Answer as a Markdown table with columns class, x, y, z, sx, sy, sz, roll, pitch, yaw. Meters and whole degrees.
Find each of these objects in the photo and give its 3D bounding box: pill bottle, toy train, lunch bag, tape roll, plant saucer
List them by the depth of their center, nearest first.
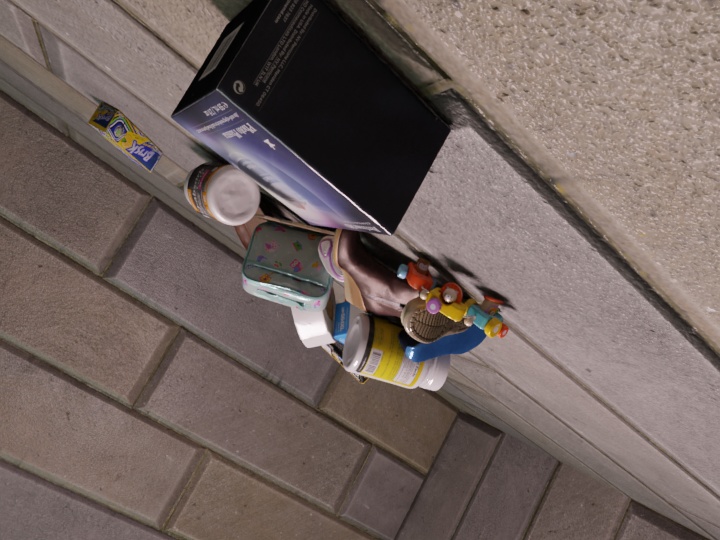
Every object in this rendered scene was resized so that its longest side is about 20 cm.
| class | x | y | z | sx | sy | sz | roll | pitch | yaw |
| --- | --- | --- | --- | --- | --- | --- | --- | --- | --- |
| toy train | 0.159 | 0.036 | 0.994 | 0.195 | 0.057 | 0.151 | 24 | -162 | -8 |
| pill bottle | 0.071 | 0.165 | 1.190 | 0.194 | 0.118 | 0.114 | 18 | 174 | -17 |
| lunch bag | -0.141 | -0.006 | 1.246 | 0.193 | 0.164 | 0.078 | 14 | 145 | 0 |
| pill bottle | -0.293 | -0.164 | 1.256 | 0.116 | 0.119 | 0.198 | 37 | 169 | -34 |
| tape roll | -0.106 | 0.069 | 1.383 | 0.068 | 0.210 | 0.203 | -11 | 162 | 6 |
| plant saucer | -0.240 | -0.102 | 1.407 | 0.199 | 0.034 | 0.205 | 38 | 145 | 33 |

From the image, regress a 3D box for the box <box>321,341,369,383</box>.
| class | x | y | z | sx | sy | sz | roll | pitch | yaw |
| --- | --- | --- | --- | --- | --- | --- | --- | --- | --- |
| box | 0.017 | 0.156 | 1.508 | 0.158 | 0.199 | 0.050 | 35 | 156 | 30 |

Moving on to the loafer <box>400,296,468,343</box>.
| class | x | y | z | sx | sy | sz | roll | pitch | yaw |
| --- | --- | --- | --- | --- | --- | --- | --- | --- | --- |
| loafer | 0.128 | 0.076 | 1.058 | 0.068 | 0.078 | 0.197 | 31 | -163 | 37 |

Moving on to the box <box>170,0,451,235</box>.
| class | x | y | z | sx | sy | sz | roll | pitch | yaw |
| --- | --- | --- | --- | --- | --- | --- | --- | --- | --- |
| box | -0.054 | -0.141 | 0.579 | 0.196 | 0.126 | 0.198 | 35 | 170 | -26 |

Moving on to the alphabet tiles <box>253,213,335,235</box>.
| class | x | y | z | sx | sy | sz | roll | pitch | yaw |
| --- | --- | --- | --- | --- | --- | --- | --- | --- | --- |
| alphabet tiles | -0.134 | -0.093 | 1.239 | 0.163 | 0.008 | 0.198 | 13 | -179 | -30 |

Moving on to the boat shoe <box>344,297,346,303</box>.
| class | x | y | z | sx | sy | sz | roll | pitch | yaw |
| --- | --- | --- | --- | --- | --- | --- | --- | --- | --- |
| boat shoe | 0.052 | 0.089 | 1.455 | 0.194 | 0.065 | 0.071 | 19 | 178 | -19 |

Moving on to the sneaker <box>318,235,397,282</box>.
| class | x | y | z | sx | sy | sz | roll | pitch | yaw |
| --- | --- | --- | --- | --- | --- | --- | --- | --- | --- |
| sneaker | 0.000 | 0.000 | 1.223 | 0.196 | 0.076 | 0.100 | 32 | -176 | 3 |

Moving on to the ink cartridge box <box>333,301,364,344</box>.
| class | x | y | z | sx | sy | sz | roll | pitch | yaw |
| --- | --- | --- | --- | --- | --- | --- | --- | --- | --- |
| ink cartridge box | 0.057 | 0.122 | 1.360 | 0.195 | 0.087 | 0.145 | -14 | 146 | 31 |

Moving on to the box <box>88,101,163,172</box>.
| class | x | y | z | sx | sy | sz | roll | pitch | yaw |
| --- | --- | --- | --- | --- | --- | --- | --- | --- | --- |
| box | -0.591 | -0.333 | 1.536 | 0.069 | 0.066 | 0.200 | 27 | 170 | 23 |

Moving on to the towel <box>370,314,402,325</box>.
| class | x | y | z | sx | sy | sz | roll | pitch | yaw |
| --- | --- | --- | --- | --- | --- | --- | --- | --- | --- |
| towel | 0.107 | 0.132 | 1.263 | 0.192 | 0.024 | 0.148 | 10 | 148 | -3 |

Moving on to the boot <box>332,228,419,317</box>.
| class | x | y | z | sx | sy | sz | roll | pitch | yaw |
| --- | --- | --- | --- | --- | --- | --- | --- | --- | --- |
| boot | 0.038 | 0.003 | 1.095 | 0.162 | 0.073 | 0.205 | 15 | 136 | 26 |

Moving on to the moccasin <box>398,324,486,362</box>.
| class | x | y | z | sx | sy | sz | roll | pitch | yaw |
| --- | --- | --- | --- | --- | --- | --- | --- | --- | --- |
| moccasin | 0.159 | 0.114 | 1.147 | 0.194 | 0.083 | 0.068 | -3 | -146 | -34 |

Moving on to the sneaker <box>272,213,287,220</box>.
| class | x | y | z | sx | sy | sz | roll | pitch | yaw |
| --- | --- | --- | --- | --- | --- | --- | --- | --- | --- |
| sneaker | -0.153 | -0.066 | 1.445 | 0.197 | 0.077 | 0.081 | 34 | 161 | -12 |
